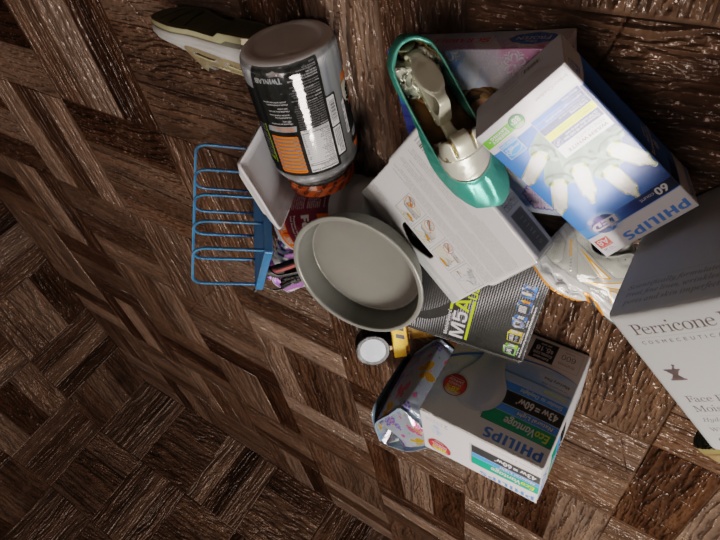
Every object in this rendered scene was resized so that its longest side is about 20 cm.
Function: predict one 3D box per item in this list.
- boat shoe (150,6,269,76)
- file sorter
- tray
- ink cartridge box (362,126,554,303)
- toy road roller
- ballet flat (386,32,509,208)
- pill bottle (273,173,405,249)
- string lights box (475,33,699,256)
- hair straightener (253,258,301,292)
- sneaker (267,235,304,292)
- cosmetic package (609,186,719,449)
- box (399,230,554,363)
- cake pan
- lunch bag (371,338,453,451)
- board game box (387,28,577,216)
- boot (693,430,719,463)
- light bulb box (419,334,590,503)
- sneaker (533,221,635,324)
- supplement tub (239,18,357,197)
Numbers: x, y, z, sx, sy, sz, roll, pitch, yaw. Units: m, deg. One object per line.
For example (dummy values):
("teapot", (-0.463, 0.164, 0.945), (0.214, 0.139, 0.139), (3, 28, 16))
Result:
("boat shoe", (-0.209, -0.313, 0.780), (0.198, 0.075, 0.069), (24, 141, 22))
("file sorter", (-0.216, -0.089, 0.929), (0.121, 0.203, 0.139), (1, 155, -16))
("tray", (-0.124, -0.152, 0.793), (0.022, 0.201, 0.108), (-16, 125, 20))
("ink cartridge box", (0.109, -0.068, 0.684), (0.201, 0.043, 0.173), (50, 151, -1))
("toy road roller", (0.053, 0.047, 0.928), (0.143, 0.123, 0.203), (-8, 113, 2))
("ballet flat", (0.085, -0.147, 0.563), (0.202, 0.067, 0.070), (58, -168, -3))
("pill bottle", (-0.033, -0.085, 0.851), (0.198, 0.115, 0.115), (2, 134, 46))
("string lights box", (0.216, -0.111, 0.540), (0.199, 0.059, 0.103), (35, 133, -19))
("hair straightener", (-0.095, 0.006, 0.996), (0.041, 0.197, 0.077), (-112, 0, -46))
("sneaker", (-0.133, -0.037, 1.010), (0.073, 0.113, 0.202), (51, 163, 45))
("cosmetic package", (0.377, 0.040, 0.525), (0.200, 0.166, 0.164), (46, 148, -13))
("box", (0.156, 0.018, 0.777), (0.190, 0.048, 0.202), (16, 129, 12))
("cake pan", (0.000, 0.000, 0.781), (0.198, 0.037, 0.202), (18, 136, 18))
("lunch bag", (0.108, 0.246, 1.083), (0.127, 0.170, 0.200), (37, 150, 0))
("board game box", (0.142, -0.163, 0.633), (0.197, 0.041, 0.202), (14, 141, 36))
("boot", (0.571, 0.270, 0.727), (0.199, 0.066, 0.175), (39, 162, 1))
("light bulb box", (0.223, 0.206, 0.876), (0.196, 0.201, 0.126), (20, 146, 27))
("sneaker", (0.302, 0.007, 0.650), (0.198, 0.076, 0.093), (25, 120, -12))
("supplement tub", (-0.071, -0.203, 0.730), (0.121, 0.123, 0.202), (20, 145, 28))
